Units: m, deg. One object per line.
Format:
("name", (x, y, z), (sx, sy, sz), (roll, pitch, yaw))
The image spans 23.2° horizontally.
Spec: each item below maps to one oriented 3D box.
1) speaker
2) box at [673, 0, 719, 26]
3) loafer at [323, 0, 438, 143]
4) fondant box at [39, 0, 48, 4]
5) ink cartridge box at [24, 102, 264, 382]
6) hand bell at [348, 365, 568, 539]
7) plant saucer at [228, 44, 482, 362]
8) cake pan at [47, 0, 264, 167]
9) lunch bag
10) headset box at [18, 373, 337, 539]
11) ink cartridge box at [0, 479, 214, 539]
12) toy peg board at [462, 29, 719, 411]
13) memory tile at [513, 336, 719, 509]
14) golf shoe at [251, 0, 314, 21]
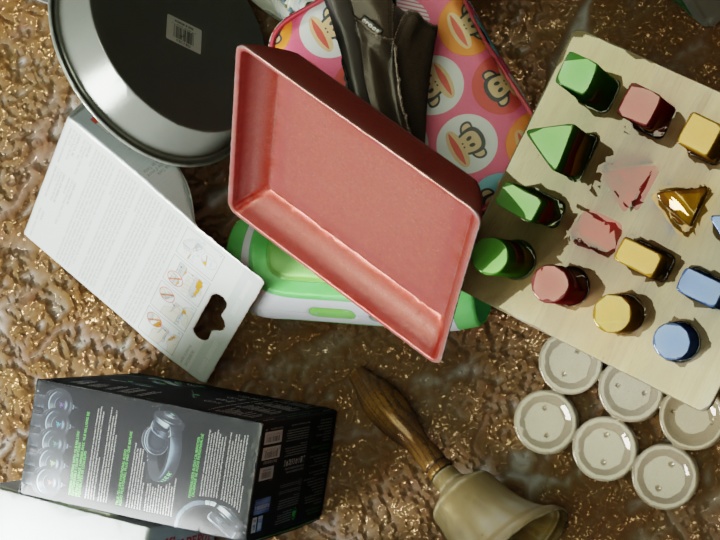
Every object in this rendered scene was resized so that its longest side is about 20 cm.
("speaker", (0.000, 0.000, 1.360), (0.200, 0.088, 0.089), (4, 89, 18))
("box", (0.238, -0.311, 1.235), (0.171, 0.199, 0.200), (44, 101, 15))
("loafer", (0.021, -0.151, 1.200), (0.071, 0.073, 0.200), (-16, 95, 3))
("fondant box", (-0.280, -0.264, 1.397), (0.144, 0.200, 0.058), (31, 97, 17))
("ink cartridge box", (-0.165, -0.024, 1.393), (0.200, 0.050, 0.162), (38, 139, 4))
("hand bell", (0.055, 0.149, 1.350), (0.104, 0.104, 0.200), (-48, 64, 11))
("plant saucer", (-0.002, -0.050, 1.190), (0.200, 0.200, 0.037), (37, 61, 15))
("cake pan", (-0.148, -0.178, 1.355), (0.037, 0.200, 0.200), (-27, 80, 41))
("lunch bag", (0.024, -0.115, 1.276), (0.176, 0.082, 0.200), (-28, 92, 2))
("headset box", (-0.143, 0.138, 1.353), (0.200, 0.174, 0.093), (9, 91, 17))
("ink cartridge box", (-0.217, 0.273, 1.388), (0.144, 0.145, 0.200), (12, 91, 18))
("toy peg board", (0.180, -0.037, 1.165), (0.199, 0.098, 0.200), (27, 97, 17))
("memory tile", (0.214, 0.067, 1.326), (0.153, 0.017, 0.200), (23, 94, 17))
("golf shoe", (-0.035, -0.217, 1.373), (0.200, 0.097, 0.078), (36, 100, 17))
